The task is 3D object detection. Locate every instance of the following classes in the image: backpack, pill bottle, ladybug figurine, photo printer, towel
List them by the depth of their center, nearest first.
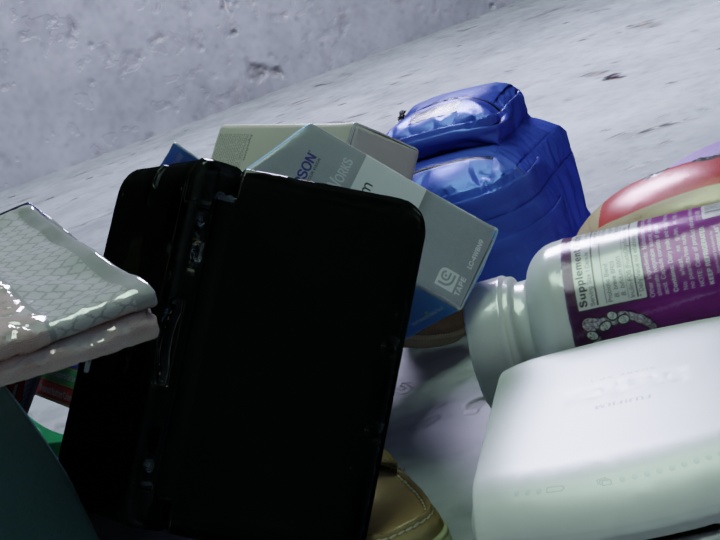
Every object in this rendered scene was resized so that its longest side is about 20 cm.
[{"bbox_3d":[0.142,0.095,0.741,0.166,0.070,0.200,-14,15,16],"label":"photo printer"},{"bbox_3d":[-0.224,0.018,0.744,0.191,0.032,0.200,-16,23,-26],"label":"towel"},{"bbox_3d":[0.169,0.027,0.881,0.200,0.112,0.112,-14,15,16],"label":"pill bottle"},{"bbox_3d":[0.232,-0.027,0.970,0.200,0.072,0.136,-15,-30,22],"label":"ladybug figurine"},{"bbox_3d":[0.084,-0.054,1.187,0.162,0.168,0.200,-18,17,25],"label":"backpack"}]

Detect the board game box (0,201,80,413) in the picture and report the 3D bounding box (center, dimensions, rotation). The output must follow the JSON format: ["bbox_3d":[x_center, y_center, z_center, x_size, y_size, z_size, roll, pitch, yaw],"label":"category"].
[{"bbox_3d":[-0.278,0.080,0.916,0.062,0.200,0.200,36,42,23],"label":"board game box"}]

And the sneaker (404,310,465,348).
[{"bbox_3d":[0.000,0.000,1.040,0.200,0.076,0.070,13,25,-24],"label":"sneaker"}]

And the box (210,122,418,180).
[{"bbox_3d":[-0.046,-0.071,1.151,0.068,0.082,0.200,19,-5,-35],"label":"box"}]

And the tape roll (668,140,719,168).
[{"bbox_3d":[0.336,-0.064,1.114,0.200,0.066,0.200,-17,15,5],"label":"tape roll"}]

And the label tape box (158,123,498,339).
[{"bbox_3d":[-0.031,-0.034,0.923,0.066,0.200,0.143,-62,9,-19],"label":"label tape box"}]

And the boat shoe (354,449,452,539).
[{"bbox_3d":[-0.017,0.122,0.837,0.074,0.066,0.200,-23,17,-25],"label":"boat shoe"}]

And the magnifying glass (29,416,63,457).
[{"bbox_3d":[-0.256,0.126,1.086,0.080,0.022,0.200,32,22,8],"label":"magnifying glass"}]

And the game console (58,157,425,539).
[{"bbox_3d":[-0.073,0.049,0.813,0.116,0.200,0.176,16,-9,-31],"label":"game console"}]

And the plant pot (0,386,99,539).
[{"bbox_3d":[-0.240,0.141,0.769,0.141,0.200,0.141,-7,18,34],"label":"plant pot"}]

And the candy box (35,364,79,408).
[{"bbox_3d":[-0.109,0.064,0.986,0.200,0.077,0.169,9,-1,-30],"label":"candy box"}]

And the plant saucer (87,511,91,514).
[{"bbox_3d":[-0.198,0.147,0.950,0.200,0.032,0.200,-17,-3,-1],"label":"plant saucer"}]
